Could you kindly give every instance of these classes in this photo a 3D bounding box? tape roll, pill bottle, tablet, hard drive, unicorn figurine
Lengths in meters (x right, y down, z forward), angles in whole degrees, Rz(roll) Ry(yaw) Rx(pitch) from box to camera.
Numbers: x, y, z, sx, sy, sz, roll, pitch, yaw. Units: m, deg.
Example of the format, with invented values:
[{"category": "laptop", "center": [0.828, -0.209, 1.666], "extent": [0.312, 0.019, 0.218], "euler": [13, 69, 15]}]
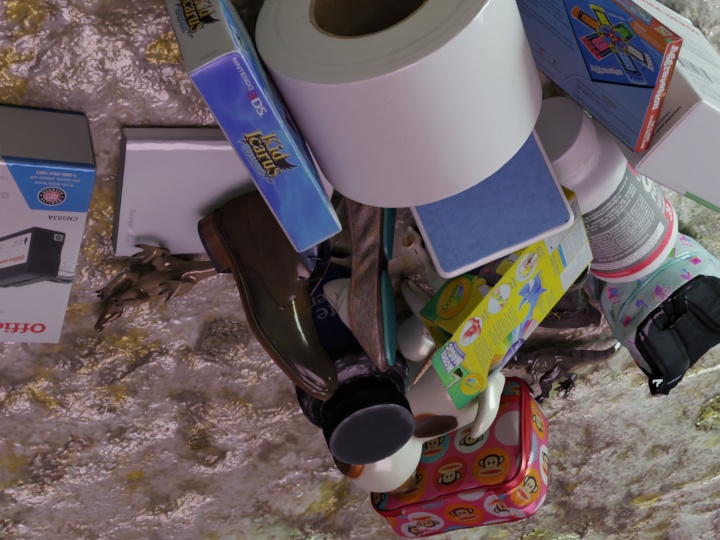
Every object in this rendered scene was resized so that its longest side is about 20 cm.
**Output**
[{"category": "tape roll", "center": [0.033, -0.170, 0.975], "extent": [0.202, 0.203, 0.139], "euler": [-26, 136, 3]}, {"category": "pill bottle", "center": [0.226, -0.080, 1.199], "extent": [0.111, 0.111, 0.200], "euler": [-37, 134, 13]}, {"category": "tablet", "center": [0.092, -0.106, 1.077], "extent": [0.130, 0.201, 0.014], "euler": [-23, 169, 0]}, {"category": "hard drive", "center": [-0.124, -0.072, 1.126], "extent": [0.199, 0.026, 0.132], "euler": [-3, 132, -21]}, {"category": "unicorn figurine", "center": [0.074, -0.013, 1.146], "extent": [0.073, 0.201, 0.137], "euler": [-2, 150, 23]}, {"category": "pill bottle", "center": [-0.016, 0.086, 1.191], "extent": [0.111, 0.200, 0.112], "euler": [-12, 135, -12]}]

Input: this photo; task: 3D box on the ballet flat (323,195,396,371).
[{"category": "ballet flat", "center": [0.000, 0.000, 1.139], "extent": [0.067, 0.201, 0.068], "euler": [-4, 156, 12]}]

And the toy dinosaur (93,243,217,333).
[{"category": "toy dinosaur", "center": [-0.175, 0.005, 1.147], "extent": [0.199, 0.059, 0.101], "euler": [-17, 172, 10]}]

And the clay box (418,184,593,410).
[{"category": "clay box", "center": [0.128, 0.022, 1.110], "extent": [0.200, 0.048, 0.115], "euler": [-47, 145, -12]}]

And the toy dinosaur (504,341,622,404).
[{"category": "toy dinosaur", "center": [0.231, 0.118, 1.433], "extent": [0.199, 0.048, 0.089], "euler": [-5, 126, -22]}]

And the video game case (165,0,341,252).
[{"category": "video game case", "center": [-0.091, -0.142, 0.964], "extent": [0.045, 0.182, 0.200], "euler": [-27, 136, 3]}]

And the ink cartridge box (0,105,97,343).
[{"category": "ink cartridge box", "center": [-0.317, -0.036, 1.040], "extent": [0.144, 0.084, 0.201], "euler": [3, 130, -25]}]

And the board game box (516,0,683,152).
[{"category": "board game box", "center": [0.184, -0.196, 1.013], "extent": [0.019, 0.200, 0.103], "euler": [-17, 137, -25]}]

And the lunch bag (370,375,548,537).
[{"category": "lunch bag", "center": [0.113, 0.200, 1.368], "extent": [0.199, 0.177, 0.082], "euler": [-17, 132, 26]}]

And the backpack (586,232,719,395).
[{"category": "backpack", "center": [0.331, 0.035, 1.329], "extent": [0.167, 0.127, 0.200], "euler": [-47, 147, 7]}]

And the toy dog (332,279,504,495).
[{"category": "toy dog", "center": [0.057, 0.147, 1.292], "extent": [0.200, 0.194, 0.139], "euler": [-49, 140, 13]}]

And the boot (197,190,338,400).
[{"category": "boot", "center": [-0.057, 0.013, 1.088], "extent": [0.097, 0.200, 0.075], "euler": [-35, 177, 17]}]

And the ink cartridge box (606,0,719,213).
[{"category": "ink cartridge box", "center": [0.275, -0.157, 1.086], "extent": [0.145, 0.201, 0.084], "euler": [19, 125, -34]}]

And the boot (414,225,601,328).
[{"category": "boot", "center": [0.155, 0.013, 1.272], "extent": [0.199, 0.070, 0.174], "euler": [16, 164, 14]}]
